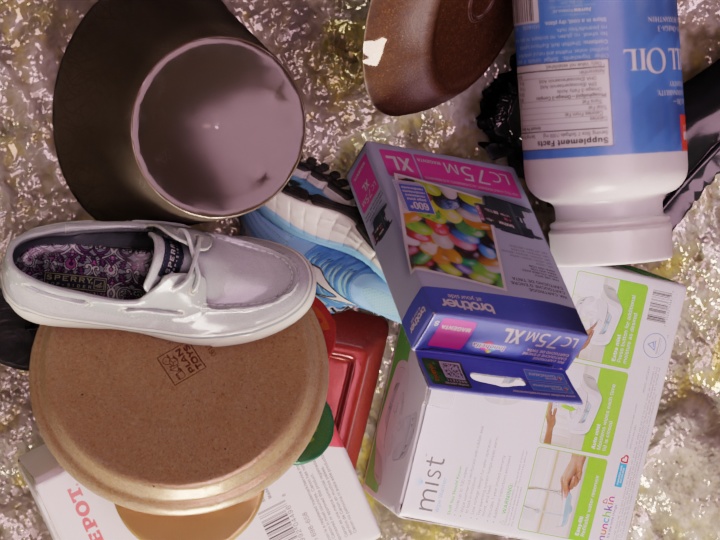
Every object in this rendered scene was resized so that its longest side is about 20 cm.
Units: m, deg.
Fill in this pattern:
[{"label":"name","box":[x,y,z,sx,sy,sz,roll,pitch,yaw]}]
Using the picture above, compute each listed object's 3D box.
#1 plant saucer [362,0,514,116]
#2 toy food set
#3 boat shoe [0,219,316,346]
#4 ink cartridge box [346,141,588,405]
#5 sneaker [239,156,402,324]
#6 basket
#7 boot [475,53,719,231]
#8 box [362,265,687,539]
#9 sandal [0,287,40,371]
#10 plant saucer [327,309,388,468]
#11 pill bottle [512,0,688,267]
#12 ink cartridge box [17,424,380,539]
[{"label":"plant saucer","box":[0.070,-0.190,1.716,0.037,0.200,0.201,25,90,24]},{"label":"toy food set","box":[-0.112,0.068,1.651,0.200,0.049,0.198,39,71,15]},{"label":"boat shoe","box":[-0.127,0.004,1.610,0.200,0.072,0.070,1,72,-3]},{"label":"ink cartridge box","box":[0.073,0.001,1.673,0.119,0.200,0.042,9,132,-27]},{"label":"sneaker","box":[0.000,0.000,1.742,0.078,0.200,0.090,-27,143,-50]},{"label":"basket","box":[-0.114,-0.101,1.659,0.135,0.200,0.181,9,94,-18]},{"label":"boot","box":[0.188,-0.121,1.819,0.162,0.073,0.198,40,84,-12]},{"label":"box","box":[0.114,0.084,1.808,0.176,0.097,0.201,11,95,-17]},{"label":"sandal","box":[-0.160,0.016,1.717,0.199,0.048,0.076,-11,71,0]},{"label":"plant saucer","box":[-0.089,0.113,1.783,0.199,0.037,0.201,13,94,-17]},{"label":"pill bottle","box":[0.162,-0.105,1.722,0.112,0.112,0.201,-5,93,-16]},{"label":"ink cartridge box","box":[-0.110,0.152,1.718,0.199,0.084,0.145,-26,103,-13]}]
